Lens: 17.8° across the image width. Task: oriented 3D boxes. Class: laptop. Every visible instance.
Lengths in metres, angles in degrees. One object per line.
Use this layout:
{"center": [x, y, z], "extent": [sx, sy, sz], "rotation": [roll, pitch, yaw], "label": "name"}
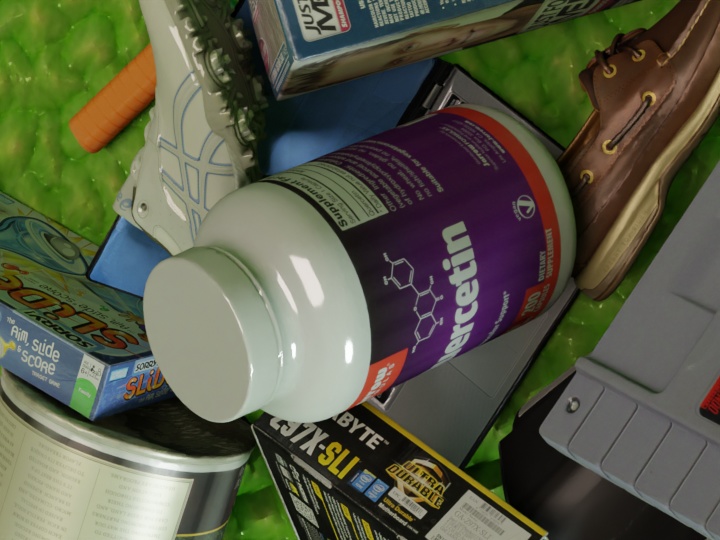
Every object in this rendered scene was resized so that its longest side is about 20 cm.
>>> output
{"center": [-0.002, -0.015, 1.186], "extent": [0.200, 0.116, 0.188], "rotation": [40, 111, 21], "label": "laptop"}

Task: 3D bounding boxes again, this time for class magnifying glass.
{"center": [-0.091, -0.136, 1.281], "extent": [0.200, 0.022, 0.080], "rotation": [-41, 74, 25], "label": "magnifying glass"}

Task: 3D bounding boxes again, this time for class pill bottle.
{"center": [0.000, 0.000, 1.069], "extent": [0.112, 0.199, 0.113], "rotation": [27, 128, 40], "label": "pill bottle"}

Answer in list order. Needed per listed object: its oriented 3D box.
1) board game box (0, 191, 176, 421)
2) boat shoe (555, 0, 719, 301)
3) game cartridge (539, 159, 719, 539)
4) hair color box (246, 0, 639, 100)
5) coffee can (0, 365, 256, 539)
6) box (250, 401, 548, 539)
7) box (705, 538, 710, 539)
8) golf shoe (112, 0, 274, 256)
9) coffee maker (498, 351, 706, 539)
{"center": [-0.179, 0.014, 1.273], "extent": [0.199, 0.135, 0.035], "rotation": [28, 110, 24], "label": "board game box"}
{"center": [0.139, -0.084, 1.117], "extent": [0.067, 0.072, 0.201], "rotation": [29, 104, 0], "label": "boat shoe"}
{"center": [0.173, 0.012, 0.948], "extent": [0.201, 0.038, 0.129], "rotation": [-56, 38, -6], "label": "game cartridge"}
{"center": [0.049, -0.143, 1.104], "extent": [0.198, 0.100, 0.061], "rotation": [-16, 85, -8], "label": "hair color box"}
{"center": [-0.155, 0.162, 1.263], "extent": [0.146, 0.146, 0.202], "rotation": [25, 105, 25], "label": "coffee can"}
{"center": [0.035, 0.154, 1.128], "extent": [0.159, 0.201, 0.049], "rotation": [32, 66, 34], "label": "box"}
{"center": [0.199, 0.181, 0.995], "extent": [0.155, 0.041, 0.201], "rotation": [37, 131, 9], "label": "box"}
{"center": [-0.087, -0.057, 1.136], "extent": [0.096, 0.078, 0.202], "rotation": [-14, 107, 16], "label": "golf shoe"}
{"center": [0.161, 0.062, 1.060], "extent": [0.134, 0.192, 0.200], "rotation": [40, 113, 3], "label": "coffee maker"}
